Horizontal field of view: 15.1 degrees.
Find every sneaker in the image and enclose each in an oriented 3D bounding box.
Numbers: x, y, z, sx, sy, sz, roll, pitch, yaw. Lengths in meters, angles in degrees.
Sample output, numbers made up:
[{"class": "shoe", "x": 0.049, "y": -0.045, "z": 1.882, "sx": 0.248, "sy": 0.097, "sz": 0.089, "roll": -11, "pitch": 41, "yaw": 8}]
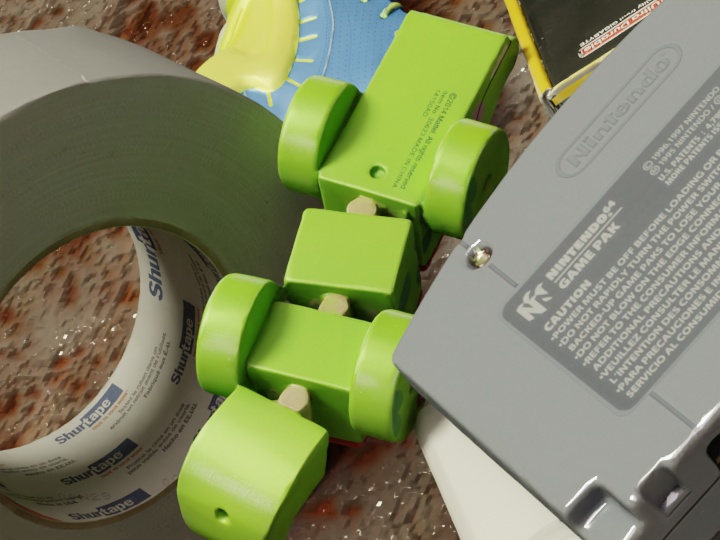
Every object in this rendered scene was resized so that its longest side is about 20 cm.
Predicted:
[{"class": "sneaker", "x": -0.005, "y": -0.083, "z": 1.030, "sx": 0.105, "sy": 0.076, "sz": 0.200, "roll": 1, "pitch": 52, "yaw": 15}]

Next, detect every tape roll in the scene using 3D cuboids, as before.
[{"class": "tape roll", "x": -0.099, "y": 0.024, "z": 0.890, "sx": 0.200, "sy": 0.200, "sz": 0.066, "roll": -50, "pitch": 40, "yaw": -11}]

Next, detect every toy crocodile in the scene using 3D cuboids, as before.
[{"class": "toy crocodile", "x": 0.000, "y": 0.000, "z": 0.850, "sx": 0.067, "sy": 0.062, "sz": 0.200, "roll": 13, "pitch": 58, "yaw": 16}]

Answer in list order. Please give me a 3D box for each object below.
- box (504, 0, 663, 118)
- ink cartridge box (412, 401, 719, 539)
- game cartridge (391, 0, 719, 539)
[{"class": "box", "x": 0.146, "y": -0.119, "z": 0.910, "sx": 0.200, "sy": 0.049, "sz": 0.160, "roll": -32, "pitch": 18, "yaw": 10}, {"class": "ink cartridge box", "x": 0.118, "y": 0.085, "z": 0.756, "sx": 0.147, "sy": 0.083, "sz": 0.200, "roll": -34, "pitch": 40, "yaw": 9}, {"class": "game cartridge", "x": 0.105, "y": -0.020, "z": 0.761, "sx": 0.200, "sy": 0.040, "sz": 0.133, "roll": -47, "pitch": 43, "yaw": -1}]
